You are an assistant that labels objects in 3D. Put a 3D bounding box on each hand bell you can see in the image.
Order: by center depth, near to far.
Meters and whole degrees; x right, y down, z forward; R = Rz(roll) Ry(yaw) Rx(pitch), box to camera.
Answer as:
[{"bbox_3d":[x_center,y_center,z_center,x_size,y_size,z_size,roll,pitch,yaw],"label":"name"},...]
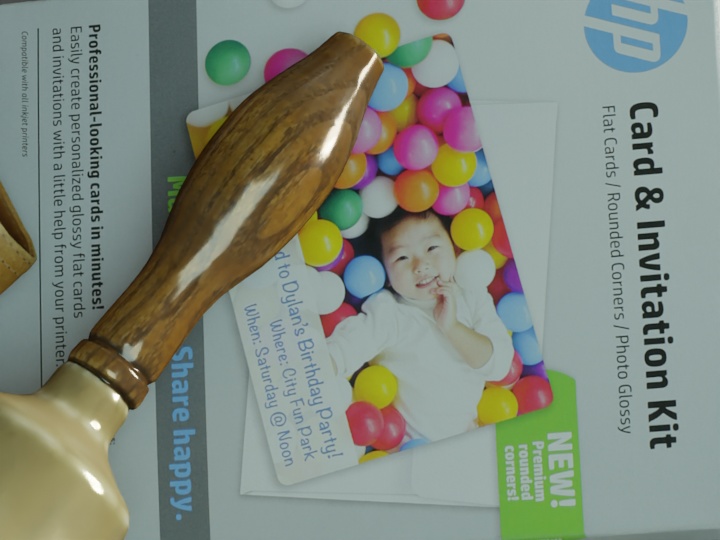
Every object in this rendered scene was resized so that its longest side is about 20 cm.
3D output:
[{"bbox_3d":[-0.059,0.019,0.734,0.104,0.104,0.200,40,72,-11],"label":"hand bell"}]

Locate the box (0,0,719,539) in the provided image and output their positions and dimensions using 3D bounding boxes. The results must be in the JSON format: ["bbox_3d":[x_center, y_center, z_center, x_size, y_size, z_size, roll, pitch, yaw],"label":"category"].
[{"bbox_3d":[0.000,0.000,0.780,0.199,0.041,0.157,-4,77,9],"label":"box"}]

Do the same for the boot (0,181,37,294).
[{"bbox_3d":[-0.144,0.035,0.766,0.144,0.071,0.202,-27,89,8],"label":"boot"}]
